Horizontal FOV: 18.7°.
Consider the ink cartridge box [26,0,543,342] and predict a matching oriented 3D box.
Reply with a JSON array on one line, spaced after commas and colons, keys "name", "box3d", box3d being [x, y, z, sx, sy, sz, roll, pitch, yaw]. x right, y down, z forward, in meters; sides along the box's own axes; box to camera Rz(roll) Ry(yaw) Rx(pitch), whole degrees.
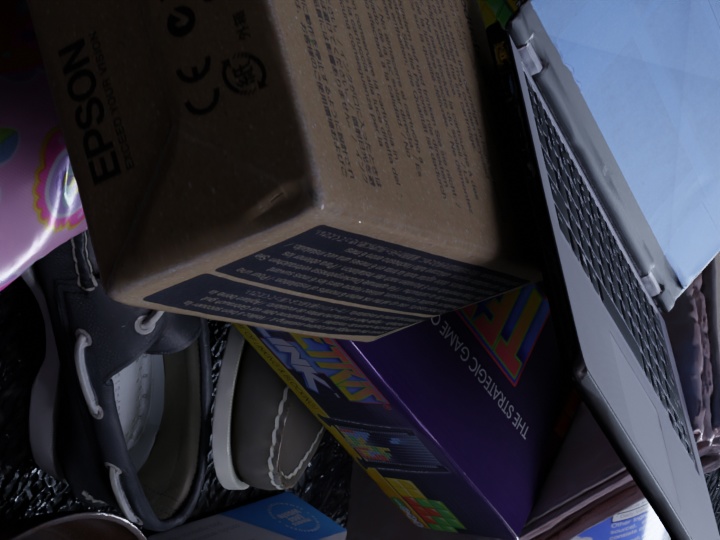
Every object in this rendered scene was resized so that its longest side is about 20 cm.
[{"name": "ink cartridge box", "box3d": [-0.029, -0.087, 0.638, 0.075, 0.202, 0.164, -22, 164, 22]}]

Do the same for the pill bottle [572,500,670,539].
[{"name": "pill bottle", "box3d": [0.119, 0.085, 1.164, 0.112, 0.112, 0.201, -41, 148, -33]}]

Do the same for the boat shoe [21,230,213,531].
[{"name": "boat shoe", "box3d": [-0.081, 0.012, 0.789, 0.076, 0.060, 0.201, -41, 148, -34]}]

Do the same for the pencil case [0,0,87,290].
[{"name": "pencil case", "box3d": [-0.138, -0.013, 0.630, 0.200, 0.087, 0.088, -41, 148, -37]}]

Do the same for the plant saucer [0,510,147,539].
[{"name": "plant saucer", "box3d": [-0.156, 0.176, 0.856, 0.200, 0.032, 0.201, -41, 148, -32]}]

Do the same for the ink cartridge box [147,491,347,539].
[{"name": "ink cartridge box", "box3d": [0.002, 0.183, 0.954, 0.116, 0.199, 0.068, -11, 127, -57]}]

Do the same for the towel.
[{"name": "towel", "box3d": [0.070, 0.048, 0.910, 0.190, 0.032, 0.201, -33, -151, 29]}]

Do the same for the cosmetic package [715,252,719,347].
[{"name": "cosmetic package", "box3d": [0.135, -0.014, 1.009, 0.073, 0.103, 0.201, 41, 49, -27]}]

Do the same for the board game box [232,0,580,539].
[{"name": "board game box", "box3d": [0.025, -0.024, 0.810, 0.200, 0.056, 0.166, 50, 55, -38]}]

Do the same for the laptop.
[{"name": "laptop", "box3d": [0.127, -0.025, 0.715, 0.115, 0.201, 0.187, -19, 144, 14]}]

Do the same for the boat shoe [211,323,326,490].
[{"name": "boat shoe", "box3d": [0.000, -0.001, 0.868, 0.072, 0.060, 0.203, 70, 39, -61]}]
